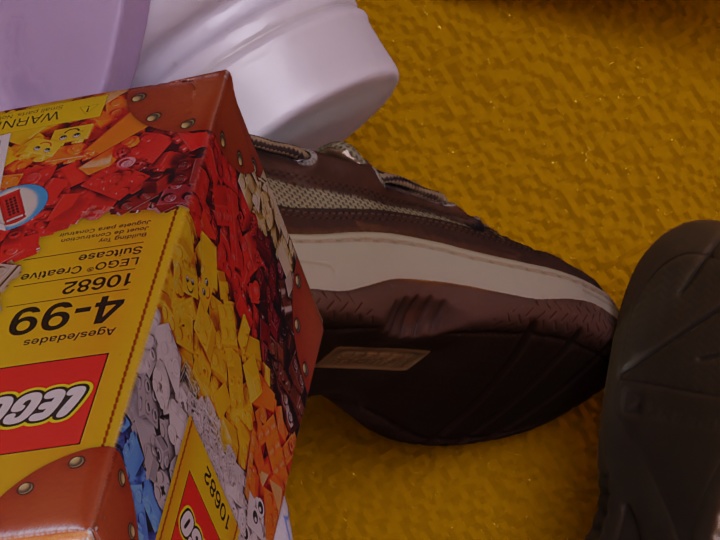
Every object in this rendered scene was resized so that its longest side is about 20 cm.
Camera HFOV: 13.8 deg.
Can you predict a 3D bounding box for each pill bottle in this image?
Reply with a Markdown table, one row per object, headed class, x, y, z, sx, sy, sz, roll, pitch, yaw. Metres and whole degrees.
| class | x | y | z | sx | sy | sz | roll | pitch | yaw |
| --- | --- | --- | --- | --- | --- | --- | --- | --- | --- |
| pill bottle | -0.074 | -0.117 | 0.857 | 0.109 | 0.109 | 0.200 | -30 | 81 | -20 |

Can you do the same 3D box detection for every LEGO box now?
| class | x | y | z | sx | sy | sz | roll | pitch | yaw |
| --- | --- | --- | --- | --- | --- | --- | --- | --- | --- |
| LEGO box | -0.120 | 0.045 | 0.628 | 0.199 | 0.077 | 0.149 | -10 | 36 | 17 |

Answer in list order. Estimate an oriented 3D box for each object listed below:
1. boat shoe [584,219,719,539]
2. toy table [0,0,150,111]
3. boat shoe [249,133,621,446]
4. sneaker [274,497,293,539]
| class | x | y | z | sx | sy | sz | roll | pitch | yaw |
| --- | --- | --- | --- | --- | --- | --- | --- | --- | --- |
| boat shoe | 0.098 | 0.088 | 0.837 | 0.066 | 0.072 | 0.202 | 8 | 94 | -45 |
| toy table | -0.143 | -0.049 | 0.764 | 0.183 | 0.117 | 0.201 | 24 | 98 | 17 |
| boat shoe | 0.005 | -0.003 | 0.817 | 0.202 | 0.075 | 0.075 | 14 | 47 | -55 |
| sneaker | -0.048 | 0.080 | 0.812 | 0.075 | 0.087 | 0.201 | -19 | 79 | -20 |
